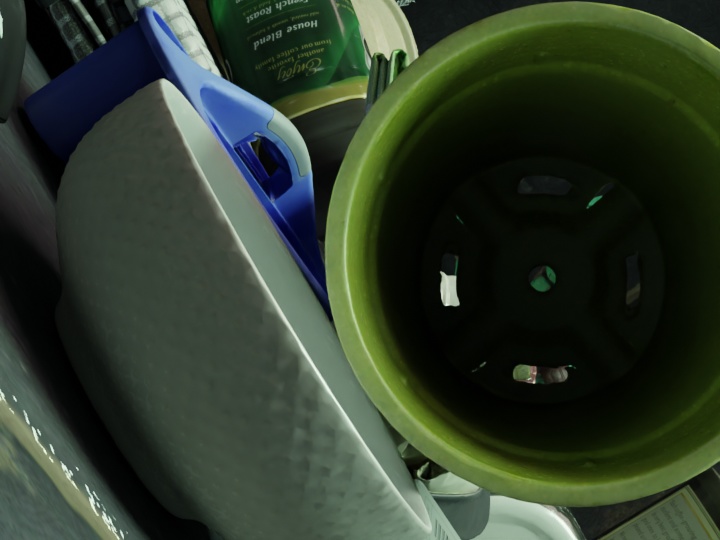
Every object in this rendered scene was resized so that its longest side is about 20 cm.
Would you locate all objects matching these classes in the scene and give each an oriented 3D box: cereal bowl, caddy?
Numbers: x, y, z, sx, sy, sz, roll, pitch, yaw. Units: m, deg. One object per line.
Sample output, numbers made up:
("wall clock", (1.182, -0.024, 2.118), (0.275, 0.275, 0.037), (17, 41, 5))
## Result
("cereal bowl", (-0.056, 0.033, 0.854), (0.201, 0.083, 0.200), (58, 2, -3))
("caddy", (-0.075, -0.040, 1.098), (0.142, 0.105, 0.200), (61, 3, 33))

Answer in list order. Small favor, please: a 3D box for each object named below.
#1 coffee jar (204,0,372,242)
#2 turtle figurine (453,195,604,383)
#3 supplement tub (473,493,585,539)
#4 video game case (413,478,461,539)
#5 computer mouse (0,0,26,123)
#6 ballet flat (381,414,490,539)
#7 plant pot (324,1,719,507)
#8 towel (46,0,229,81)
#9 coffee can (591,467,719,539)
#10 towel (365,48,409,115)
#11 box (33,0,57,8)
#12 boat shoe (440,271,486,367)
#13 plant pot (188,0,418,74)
("coffee jar", (-0.036, -0.121, 1.338), (0.104, 0.085, 0.201), (72, -2, -63))
("turtle figurine", (0.073, 0.039, 1.217), (0.149, 0.201, 0.101), (19, 34, 2))
("supplement tub", (0.070, 0.165, 1.392), (0.123, 0.122, 0.200), (58, 2, -11))
("video game case", (0.056, 0.217, 0.950), (0.200, 0.022, 0.182), (58, 22, -28))
("computer mouse", (-0.189, -0.158, 0.909), (0.201, 0.046, 0.140), (59, 1, 7))
("ballet flat", (0.014, 0.083, 1.035), (0.199, 0.073, 0.073), (16, 36, -49))
("plant pot", (0.086, -0.003, 0.989), (0.201, 0.199, 0.190), (59, -1, 3))
("towel", (-0.147, -0.151, 1.323), (0.166, 0.085, 0.200), (61, 1, 0))
("coffee can", (0.136, 0.215, 1.179), (0.147, 0.199, 0.146), (59, 2, -3))
("towel", (0.000, 0.000, 1.178), (0.201, 0.030, 0.150), (-89, -170, -46))
("box", (-0.186, -0.249, 1.072), (0.200, 0.104, 0.148), (50, -4, 33))
("boat shoe", (0.041, 0.096, 1.158), (0.071, 0.069, 0.201), (-98, -163, -62))
("plant pot", (-0.082, -0.138, 1.525), (0.201, 0.200, 0.183), (59, 14, 18))
